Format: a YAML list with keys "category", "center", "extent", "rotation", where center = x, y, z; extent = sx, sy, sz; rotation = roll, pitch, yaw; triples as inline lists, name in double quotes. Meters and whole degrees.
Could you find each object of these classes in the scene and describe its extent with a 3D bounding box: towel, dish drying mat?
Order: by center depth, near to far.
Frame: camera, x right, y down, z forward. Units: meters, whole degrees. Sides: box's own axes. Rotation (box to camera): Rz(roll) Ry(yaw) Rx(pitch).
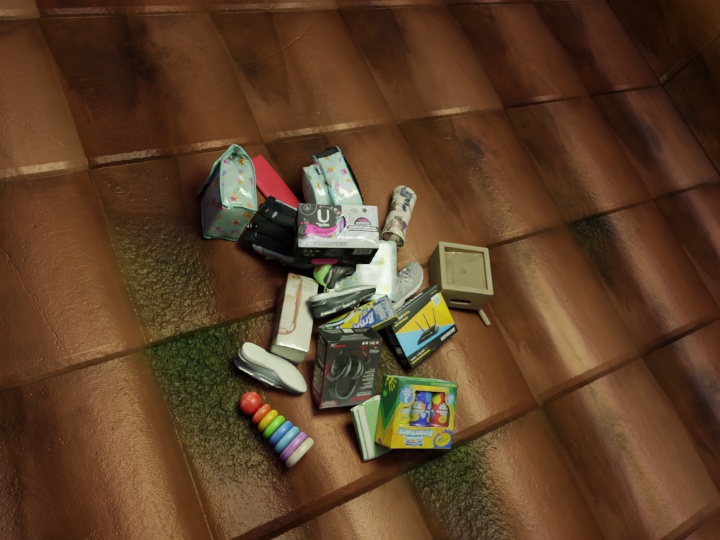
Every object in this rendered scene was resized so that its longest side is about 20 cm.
- category: "towel"
  center: [0.071, 0.377, 1.640]
  extent: [0.198, 0.023, 0.155]
  rotation: [-21, 104, -33]
- category: "towel"
  center: [0.000, 0.000, 1.746]
  extent: [0.197, 0.048, 0.174]
  rotation: [3, 77, -6]
- category: "dish drying mat"
  center: [-0.252, -0.238, 1.849]
  extent: [0.077, 0.018, 0.201]
  rotation: [-36, 84, -34]

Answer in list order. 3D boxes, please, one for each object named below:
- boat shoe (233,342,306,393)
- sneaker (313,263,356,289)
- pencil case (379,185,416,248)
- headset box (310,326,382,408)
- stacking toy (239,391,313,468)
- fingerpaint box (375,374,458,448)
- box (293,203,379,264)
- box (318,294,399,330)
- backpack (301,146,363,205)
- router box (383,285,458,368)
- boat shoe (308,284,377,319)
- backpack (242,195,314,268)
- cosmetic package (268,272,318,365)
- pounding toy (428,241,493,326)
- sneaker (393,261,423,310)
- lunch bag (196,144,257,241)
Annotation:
- category: "boat shoe"
  center: [-0.221, 0.250, 1.588]
  extent: [0.199, 0.062, 0.073]
  rotation: [36, 25, -22]
- category: "sneaker"
  center: [-0.041, -0.030, 1.700]
  extent: [0.200, 0.076, 0.084]
  rotation: [-45, 114, -20]
- category: "pencil case"
  center: [0.114, -0.160, 1.939]
  extent: [0.077, 0.090, 0.202]
  rotation: [21, 55, -7]
- category: "headset box"
  center: [-0.037, 0.248, 1.606]
  extent: [0.147, 0.077, 0.203]
  rotation: [0, 108, -24]
- category: "stacking toy"
  center: [-0.205, 0.363, 1.524]
  extent: [0.200, 0.086, 0.085]
  rotation: [45, 55, 8]
- category: "fingerpaint box"
  center: [0.145, 0.356, 1.630]
  extent: [0.198, 0.073, 0.169]
  rotation: [12, 84, -34]
- category: "box"
  center: [-0.062, -0.089, 1.594]
  extent: [0.197, 0.132, 0.116]
  rotation: [0, 72, -11]
- category: "box"
  center: [-0.003, 0.137, 1.678]
  extent: [0.198, 0.070, 0.065]
  rotation: [-25, 73, 4]
- category: "backpack"
  center: [-0.078, -0.220, 1.828]
  extent: [0.152, 0.176, 0.201]
  rotation: [-29, 78, -16]
- category: "router box"
  center: [0.164, 0.154, 1.790]
  extent: [0.199, 0.051, 0.151]
  rotation: [-33, 100, -33]
- category: "boat shoe"
  center: [-0.041, 0.077, 1.651]
  extent: [0.198, 0.075, 0.061]
  rotation: [-11, 93, -28]
- category: "backpack"
  center: [-0.182, -0.087, 1.715]
  extent: [0.198, 0.154, 0.165]
  rotation: [14, 66, 30]
- category: "cosmetic package"
  center: [-0.170, 0.123, 1.648]
  extent: [0.086, 0.104, 0.202]
  rotation: [15, 57, -15]
- category: "pounding toy"
  center: [0.307, 0.042, 1.910]
  extent: [0.197, 0.143, 0.186]
  rotation: [7, 59, -11]
- category: "sneaker"
  center: [0.112, 0.037, 1.822]
  extent: [0.201, 0.074, 0.083]
  rotation: [-52, 131, -35]
- category: "lunch bag"
  center: [-0.350, -0.206, 1.693]
  extent: [0.121, 0.170, 0.203]
  rotation: [4, 62, -31]
